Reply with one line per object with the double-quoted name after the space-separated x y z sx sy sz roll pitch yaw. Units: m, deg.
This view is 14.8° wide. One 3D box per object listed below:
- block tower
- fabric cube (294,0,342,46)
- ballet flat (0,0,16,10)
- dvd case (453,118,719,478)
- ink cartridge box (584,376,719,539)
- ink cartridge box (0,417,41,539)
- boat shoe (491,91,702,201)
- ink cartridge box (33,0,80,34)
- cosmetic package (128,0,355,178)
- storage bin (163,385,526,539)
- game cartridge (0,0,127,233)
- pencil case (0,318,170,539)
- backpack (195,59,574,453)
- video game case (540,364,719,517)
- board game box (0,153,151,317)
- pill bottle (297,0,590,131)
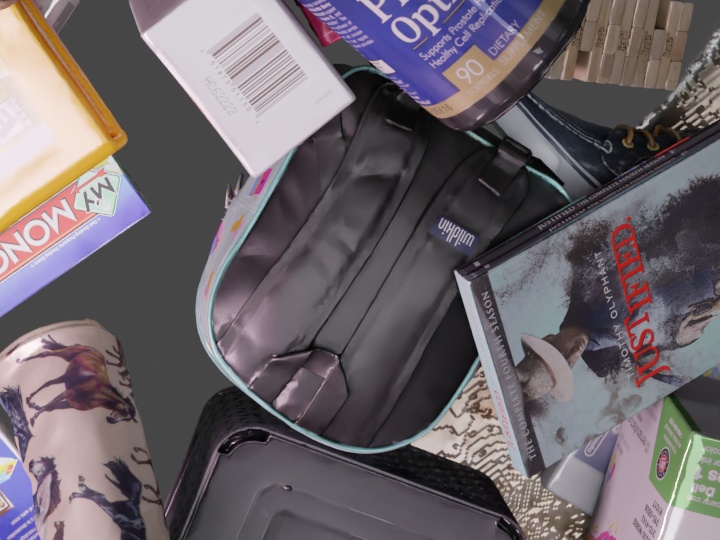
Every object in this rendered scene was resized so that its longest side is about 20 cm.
0.107 -0.139 1.567 0.199 0.054 0.058 -1 106 -43 "block tower"
0.004 -0.269 1.501 0.196 0.200 0.200 -30 107 -1 "fabric cube"
-0.174 -0.232 1.481 0.068 0.067 0.201 15 65 -11 "ballet flat"
0.156 0.013 1.572 0.199 0.022 0.147 -28 125 -15 "dvd case"
0.187 0.175 1.636 0.084 0.145 0.201 14 102 -10 "ink cartridge box"
-0.214 0.163 1.657 0.095 0.037 0.200 -38 103 1 "ink cartridge box"
0.165 -0.063 1.635 0.200 0.071 0.091 41 93 -10 "boat shoe"
-0.233 -0.220 1.560 0.200 0.050 0.161 34 91 6 "ink cartridge box"
-0.070 -0.128 1.522 0.071 0.200 0.102 -38 105 3 "cosmetic package"
-0.016 0.169 1.656 0.199 0.094 0.136 21 100 -11 "storage bin"
-0.255 -0.088 1.535 0.200 0.032 0.177 -34 94 18 "game cartridge"
-0.156 0.134 1.588 0.078 0.089 0.201 -1 66 -38 "pencil case"
0.000 0.000 1.584 0.175 0.153 0.201 32 82 -14 "backpack"
0.238 0.093 1.709 0.182 0.023 0.201 30 97 -14 "video game case"
-0.240 -0.034 1.610 0.200 0.029 0.135 -35 104 1 "board game box"
0.010 -0.170 1.367 0.200 0.112 0.112 39 96 -17 "pill bottle"
